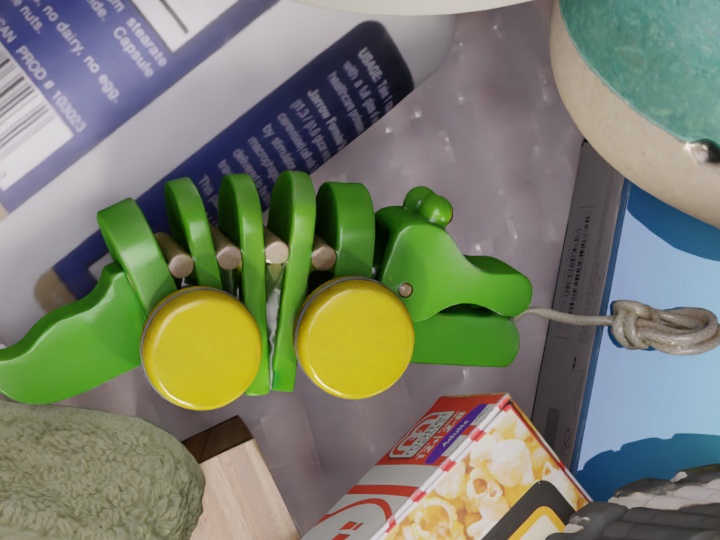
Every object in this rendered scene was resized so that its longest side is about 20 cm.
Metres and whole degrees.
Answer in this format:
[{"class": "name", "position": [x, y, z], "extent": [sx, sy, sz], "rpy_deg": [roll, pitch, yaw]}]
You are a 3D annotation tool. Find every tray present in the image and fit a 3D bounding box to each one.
[{"class": "tray", "position": [-0.006, 0.141, 0.816], "extent": [0.037, 0.099, 0.201], "rpy_deg": [-26, 93, -4]}]

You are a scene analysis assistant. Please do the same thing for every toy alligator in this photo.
[{"class": "toy alligator", "position": [0.000, 0.000, 0.751], "extent": [0.199, 0.059, 0.055], "rpy_deg": [-4, 103, -14]}]

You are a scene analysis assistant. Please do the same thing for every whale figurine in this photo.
[{"class": "whale figurine", "position": [0.134, -0.093, 0.784], "extent": [0.159, 0.104, 0.200], "rpy_deg": [27, 44, 14]}]

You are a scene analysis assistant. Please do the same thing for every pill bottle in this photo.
[{"class": "pill bottle", "position": [-0.044, -0.073, 0.804], "extent": [0.200, 0.111, 0.111], "rpy_deg": [-38, 94, -4]}]

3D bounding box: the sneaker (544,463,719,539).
[{"class": "sneaker", "position": [0.127, 0.090, 0.731], "extent": [0.199, 0.074, 0.085], "rpy_deg": [-11, 100, -31]}]

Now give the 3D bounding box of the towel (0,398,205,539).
[{"class": "towel", "position": [-0.148, 0.075, 0.713], "extent": [0.199, 0.149, 0.037], "rpy_deg": [12, 134, 6]}]

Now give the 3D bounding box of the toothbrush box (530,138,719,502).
[{"class": "toothbrush box", "position": [0.153, 0.048, 0.837], "extent": [0.199, 0.085, 0.147], "rpy_deg": [10, 89, -5]}]

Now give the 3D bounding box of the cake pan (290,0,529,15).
[{"class": "cake pan", "position": [0.021, -0.136, 0.712], "extent": [0.199, 0.037, 0.201], "rpy_deg": [-5, 49, 6]}]

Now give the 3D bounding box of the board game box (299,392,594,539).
[{"class": "board game box", "position": [0.040, 0.155, 0.746], "extent": [0.151, 0.046, 0.200], "rpy_deg": [-43, 103, -19]}]
